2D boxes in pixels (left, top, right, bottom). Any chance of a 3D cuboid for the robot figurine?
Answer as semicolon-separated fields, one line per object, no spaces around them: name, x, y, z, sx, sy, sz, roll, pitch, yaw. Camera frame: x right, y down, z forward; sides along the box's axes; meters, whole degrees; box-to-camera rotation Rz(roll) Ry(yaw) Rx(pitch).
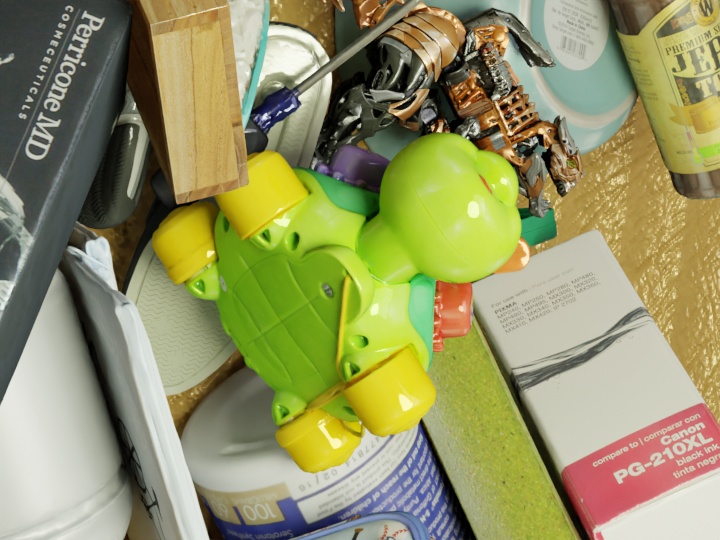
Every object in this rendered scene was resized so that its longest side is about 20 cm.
robot figurine;-0.171;0.072;1.046;0.170;0.113;0.200;-53;130;-66

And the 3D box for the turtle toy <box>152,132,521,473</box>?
turtle toy;0.000;0.000;1.065;0.101;0.200;0.146;-33;90;-33

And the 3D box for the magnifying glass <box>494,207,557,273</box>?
magnifying glass;0.072;-0.016;1.245;0.079;0.200;0.022;-7;94;0

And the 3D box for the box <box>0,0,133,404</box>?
box;-0.218;-0.036;0.926;0.196;0.124;0.200;21;72;-3

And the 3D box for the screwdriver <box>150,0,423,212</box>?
screwdriver;-0.017;-0.093;1.106;0.200;0.028;0.029;-35;145;1

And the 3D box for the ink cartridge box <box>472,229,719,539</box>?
ink cartridge box;0.141;0.097;1.212;0.084;0.200;0.145;-25;131;0

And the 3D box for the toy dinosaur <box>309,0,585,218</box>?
toy dinosaur;0.023;-0.097;1.219;0.136;0.200;0.102;-47;165;5

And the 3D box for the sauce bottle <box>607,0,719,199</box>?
sauce bottle;0.172;-0.137;1.267;0.065;0.065;0.200;-42;119;-35

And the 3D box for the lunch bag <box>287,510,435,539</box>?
lunch bag;-0.029;0.207;1.083;0.076;0.200;0.160;47;31;-40

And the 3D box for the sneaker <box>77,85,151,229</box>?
sneaker;-0.095;-0.120;1.145;0.115;0.075;0.200;1;89;-47

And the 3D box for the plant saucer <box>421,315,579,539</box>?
plant saucer;0.070;0.101;1.233;0.200;0.048;0.200;62;4;-72

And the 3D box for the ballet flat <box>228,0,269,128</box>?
ballet flat;-0.073;-0.139;1.091;0.072;0.072;0.200;39;50;-38

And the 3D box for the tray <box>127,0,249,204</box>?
tray;-0.094;-0.132;0.985;0.037;0.200;0.099;-16;138;-12

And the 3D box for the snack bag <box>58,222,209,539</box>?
snack bag;-0.103;0.072;1.067;0.021;0.200;0.189;-19;106;-14

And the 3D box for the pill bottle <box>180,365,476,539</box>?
pill bottle;-0.002;0.146;1.210;0.120;0.120;0.200;-44;119;-35

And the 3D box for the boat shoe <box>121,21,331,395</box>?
boat shoe;-0.070;-0.031;1.162;0.072;0.068;0.200;20;99;-16

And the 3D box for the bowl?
bowl;0.092;-0.137;1.306;0.201;0.105;0.201;-3;94;-45
